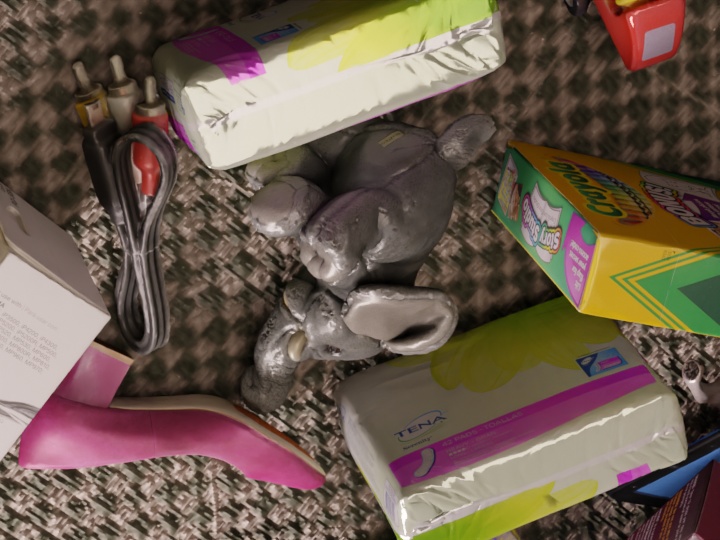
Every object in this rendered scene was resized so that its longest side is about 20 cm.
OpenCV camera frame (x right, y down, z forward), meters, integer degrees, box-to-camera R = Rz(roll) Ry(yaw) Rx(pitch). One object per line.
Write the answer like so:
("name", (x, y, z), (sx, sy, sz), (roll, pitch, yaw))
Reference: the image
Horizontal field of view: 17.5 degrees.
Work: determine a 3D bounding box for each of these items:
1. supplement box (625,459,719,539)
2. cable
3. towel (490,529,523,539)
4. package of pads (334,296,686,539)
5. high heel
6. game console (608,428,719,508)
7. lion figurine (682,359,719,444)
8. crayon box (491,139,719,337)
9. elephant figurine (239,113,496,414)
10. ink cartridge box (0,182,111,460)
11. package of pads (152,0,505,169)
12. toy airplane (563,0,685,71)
("supplement box", (0.215, 0.238, 1.591), (0.110, 0.086, 0.200), (37, 126, -5))
("cable", (-0.133, -0.036, 1.482), (0.050, 0.097, 0.201), (-35, 126, -35))
("towel", (0.083, 0.257, 1.650), (0.144, 0.023, 0.201), (-47, 130, -20))
("package of pads", (0.095, 0.099, 1.555), (0.199, 0.155, 0.069), (-20, 122, -9))
("high heel", (-0.124, 0.124, 1.549), (0.199, 0.067, 0.096), (27, 91, -19))
("game console", (0.290, 0.187, 1.622), (0.118, 0.200, 0.172), (-21, 80, -26))
("lion figurine", (0.298, 0.062, 1.660), (0.122, 0.073, 0.201), (13, 120, -49))
("crayon box", (0.195, -0.018, 1.518), (0.171, 0.200, 0.059), (11, 106, -17))
("elephant figurine", (0.000, 0.000, 1.525), (0.142, 0.154, 0.201), (-54, 147, -36))
("ink cartridge box", (-0.253, 0.058, 1.446), (0.083, 0.147, 0.200), (35, 98, -26))
("package of pads", (-0.023, -0.129, 1.440), (0.198, 0.154, 0.069), (-20, 105, -8))
("toy airplane", (0.165, -0.243, 1.461), (0.198, 0.141, 0.201), (28, 101, -23))
